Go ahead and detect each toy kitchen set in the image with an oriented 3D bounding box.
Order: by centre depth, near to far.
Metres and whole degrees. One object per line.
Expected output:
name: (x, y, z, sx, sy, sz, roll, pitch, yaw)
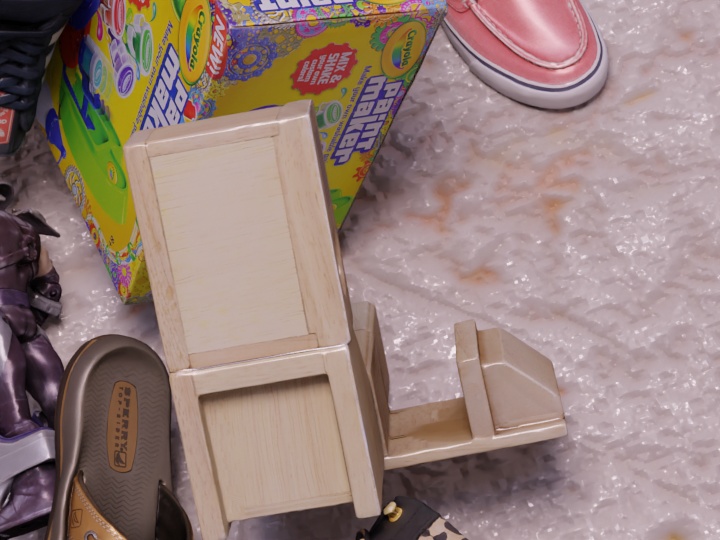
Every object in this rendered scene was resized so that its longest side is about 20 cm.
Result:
toy kitchen set: (0.000, 0.000, 0.979, 0.162, 0.200, 0.181, -10, 103, 3)

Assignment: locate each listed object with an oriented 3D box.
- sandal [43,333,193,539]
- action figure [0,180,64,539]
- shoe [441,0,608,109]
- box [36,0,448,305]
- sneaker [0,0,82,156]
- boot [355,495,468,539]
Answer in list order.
sandal: (-0.105, 0.126, 1.010, 0.054, 0.082, 0.201, -15, 66, 43)
action figure: (-0.178, 0.033, 1.070, 0.069, 0.130, 0.201, -26, 73, 23)
shoe: (0.062, -0.179, 1.162, 0.071, 0.091, 0.200, -32, 61, -9)
box: (-0.077, -0.125, 1.077, 0.121, 0.200, 0.193, -9, 55, -31)
sneaker: (-0.181, -0.102, 1.062, 0.075, 0.200, 0.085, 3, 82, -19)
boot: (-0.030, 0.158, 0.921, 0.200, 0.073, 0.150, 29, 59, 38)
